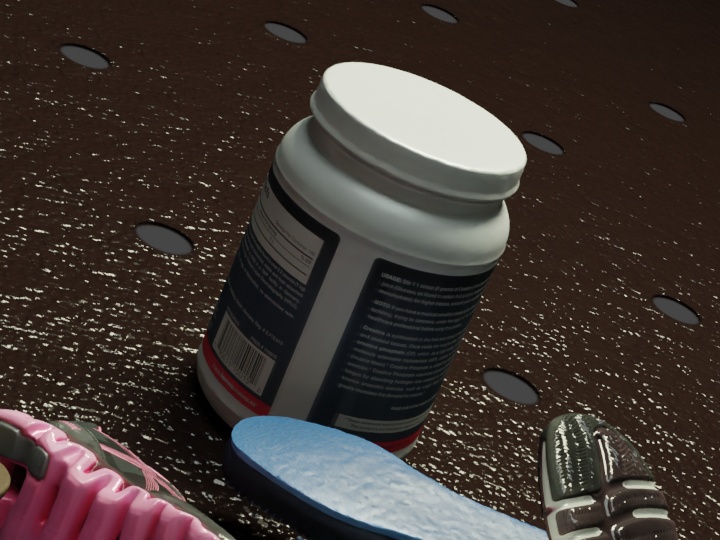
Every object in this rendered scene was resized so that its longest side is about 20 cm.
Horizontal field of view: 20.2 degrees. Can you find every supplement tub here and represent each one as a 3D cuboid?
[{"bbox_3d":[0.000,0.000,1.145,0.139,0.201,0.141,20,23,-9],"label":"supplement tub"}]

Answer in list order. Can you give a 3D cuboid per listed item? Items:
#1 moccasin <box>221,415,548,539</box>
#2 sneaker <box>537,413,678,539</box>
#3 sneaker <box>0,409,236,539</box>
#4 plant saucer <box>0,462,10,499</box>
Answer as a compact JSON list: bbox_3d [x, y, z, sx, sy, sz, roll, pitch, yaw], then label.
[{"bbox_3d":[0.014,0.144,1.028,0.199,0.069,0.080,27,31,11],"label":"moccasin"},{"bbox_3d":[0.101,0.177,0.955,0.075,0.115,0.202,5,57,-38],"label":"sneaker"},{"bbox_3d":[-0.096,0.129,0.959,0.199,0.079,0.095,36,15,24],"label":"sneaker"},{"bbox_3d":[-0.253,0.082,0.883,0.198,0.030,0.200,14,5,-1],"label":"plant saucer"}]
